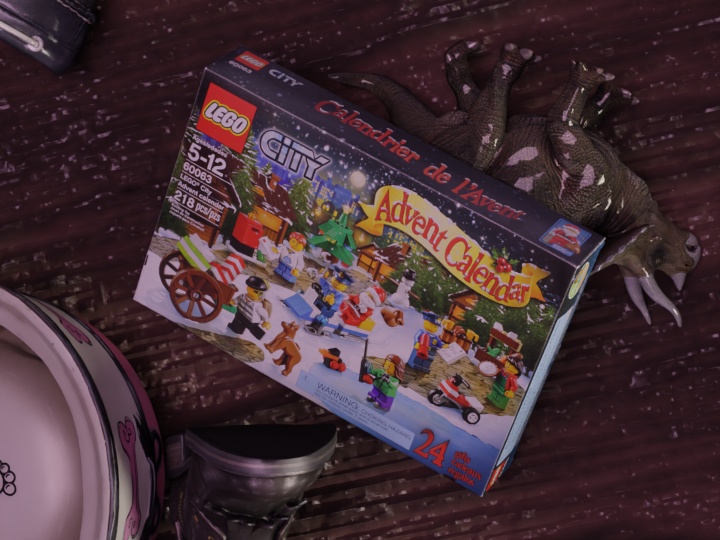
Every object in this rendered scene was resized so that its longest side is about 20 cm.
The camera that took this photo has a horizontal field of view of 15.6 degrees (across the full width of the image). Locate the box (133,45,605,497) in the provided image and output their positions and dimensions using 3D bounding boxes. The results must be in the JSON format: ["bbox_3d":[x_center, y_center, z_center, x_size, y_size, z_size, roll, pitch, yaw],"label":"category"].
[{"bbox_3d":[0.000,0.000,1.234,0.200,0.038,0.137,28,123,14],"label":"box"}]

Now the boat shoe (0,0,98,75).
[{"bbox_3d":[-0.224,-0.157,1.295,0.200,0.076,0.060,22,90,12],"label":"boat shoe"}]

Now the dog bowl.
[{"bbox_3d":[-0.181,0.098,1.269,0.200,0.074,0.200,1,91,30],"label":"dog bowl"}]

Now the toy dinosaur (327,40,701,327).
[{"bbox_3d":[0.069,-0.051,1.233,0.200,0.077,0.102,18,88,9],"label":"toy dinosaur"}]

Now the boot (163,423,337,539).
[{"bbox_3d":[-0.051,0.160,1.216,0.069,0.200,0.174,0,84,-12],"label":"boot"}]
